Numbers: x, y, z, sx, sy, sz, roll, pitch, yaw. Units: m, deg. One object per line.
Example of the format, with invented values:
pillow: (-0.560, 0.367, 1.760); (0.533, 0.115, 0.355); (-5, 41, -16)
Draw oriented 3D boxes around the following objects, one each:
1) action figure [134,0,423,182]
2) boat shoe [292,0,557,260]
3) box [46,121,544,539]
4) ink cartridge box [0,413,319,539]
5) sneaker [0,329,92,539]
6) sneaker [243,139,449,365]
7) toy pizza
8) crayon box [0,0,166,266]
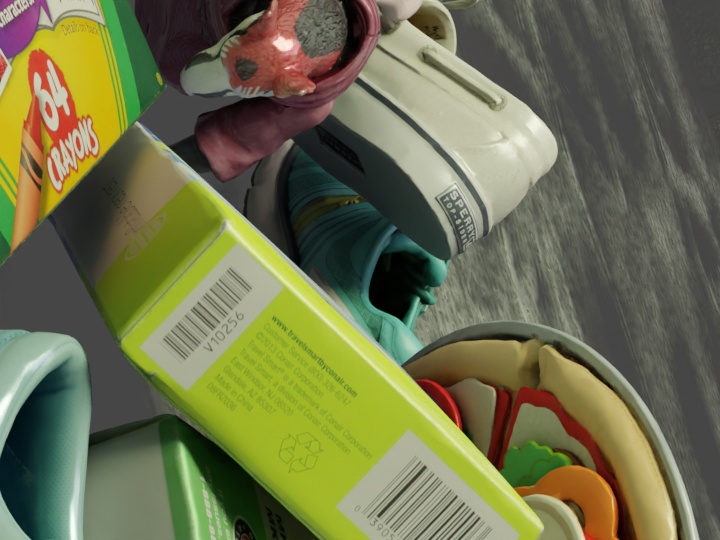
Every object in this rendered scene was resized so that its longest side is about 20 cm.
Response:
action figure: (-0.026, -0.084, 0.797); (0.200, 0.148, 0.135); (-118, -145, -68)
boat shoe: (0.011, -0.086, 0.919); (0.202, 0.086, 0.075); (42, -18, 47)
box: (-0.028, 0.023, 0.671); (0.122, 0.048, 0.200); (44, 0, -18)
ink cartridge box: (-0.033, 0.143, 0.640); (0.200, 0.083, 0.147); (44, 30, -60)
sneaker: (-0.084, 0.098, 0.518); (0.074, 0.081, 0.201); (45, 31, -57)
sneaker: (0.000, 0.000, 0.939); (0.201, 0.079, 0.078); (-87, 154, -56)
toy pizza: (0.033, 0.115, 0.754); (0.032, 0.200, 0.202); (10, 58, -37)
crayon box: (-0.131, -0.093, 0.621); (0.200, 0.058, 0.174); (-65, 134, -69)
